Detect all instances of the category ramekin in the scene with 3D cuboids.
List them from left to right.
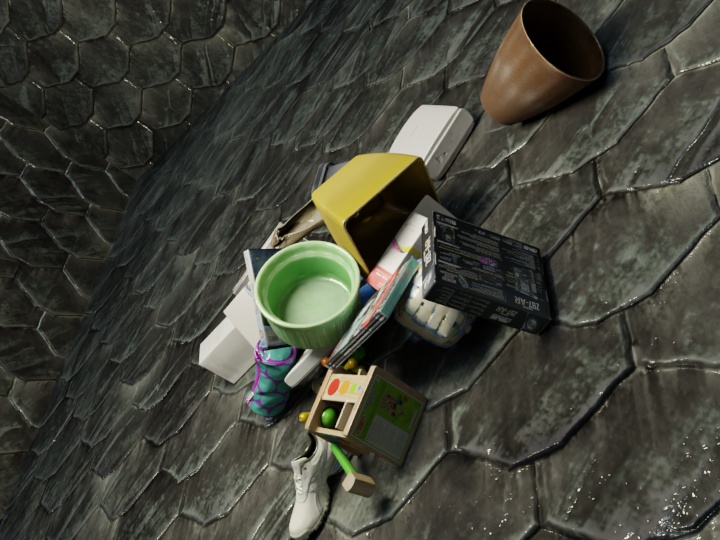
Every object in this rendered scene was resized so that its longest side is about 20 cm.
[{"bbox_3d":[-0.092,0.051,1.529,0.199,0.098,0.201,-5,51,6],"label":"ramekin"}]

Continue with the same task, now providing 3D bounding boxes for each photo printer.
[{"bbox_3d":[0.147,-0.289,1.807,0.167,0.069,0.200,-57,27,-3],"label":"photo printer"}]

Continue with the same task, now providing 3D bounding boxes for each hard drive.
[{"bbox_3d":[-0.076,0.148,1.643,0.132,0.026,0.200,-45,3,21],"label":"hard drive"}]

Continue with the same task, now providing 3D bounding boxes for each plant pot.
[{"bbox_3d":[0.024,-0.113,1.573,0.200,0.200,0.176,-41,42,-14],"label":"plant pot"},{"bbox_3d":[0.320,-0.369,1.530,0.200,0.186,0.187,-46,25,50],"label":"plant pot"}]

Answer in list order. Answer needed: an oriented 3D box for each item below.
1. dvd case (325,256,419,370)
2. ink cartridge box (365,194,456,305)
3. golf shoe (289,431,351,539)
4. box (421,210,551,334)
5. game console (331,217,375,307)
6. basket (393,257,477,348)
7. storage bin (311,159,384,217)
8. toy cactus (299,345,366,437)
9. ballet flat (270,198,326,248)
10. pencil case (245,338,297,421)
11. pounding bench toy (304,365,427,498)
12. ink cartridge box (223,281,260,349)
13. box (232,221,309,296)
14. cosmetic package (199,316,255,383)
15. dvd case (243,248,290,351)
[{"bbox_3d":[0.019,0.075,1.385,0.200,0.022,0.146,-46,8,45],"label":"dvd case"},{"bbox_3d":[0.117,-0.026,1.513,0.200,0.116,0.067,-57,33,-1],"label":"ink cartridge box"},{"bbox_3d":[-0.096,0.374,1.447,0.078,0.097,0.201,-7,56,53],"label":"golf shoe"},{"bbox_3d":[0.194,0.002,1.271,0.161,0.199,0.044,-87,21,-45],"label":"box"},{"bbox_3d":[0.000,0.000,1.621,0.200,0.176,0.116,-38,-6,-13],"label":"game console"},{"bbox_3d":[0.138,0.049,1.400,0.177,0.139,0.200,-59,0,-2],"label":"basket"},{"bbox_3d":[0.011,-0.150,1.756,0.134,0.200,0.146,-17,45,37],"label":"storage bin"},{"bbox_3d":[-0.063,0.231,1.572,0.165,0.102,0.201,-6,63,68],"label":"toy cactus"},{"bbox_3d":[-0.108,-0.111,1.674,0.200,0.046,0.067,-37,56,8],"label":"ballet flat"},{"bbox_3d":[-0.186,0.221,1.682,0.200,0.092,0.085,105,146,-44],"label":"pencil case"},{"bbox_3d":[-0.011,0.276,1.383,0.156,0.124,0.201,-8,53,55],"label":"pounding bench toy"},{"bbox_3d":[-0.162,0.071,1.774,0.145,0.147,0.200,46,105,18],"label":"ink cartridge box"},{"bbox_3d":[-0.178,0.012,1.902,0.200,0.158,0.048,-54,17,2],"label":"box"},{"bbox_3d":[-0.289,0.167,1.968,0.200,0.113,0.081,-44,30,19],"label":"cosmetic package"},{"bbox_3d":[-0.159,0.054,1.619,0.018,0.142,0.201,-17,81,37],"label":"dvd case"}]
